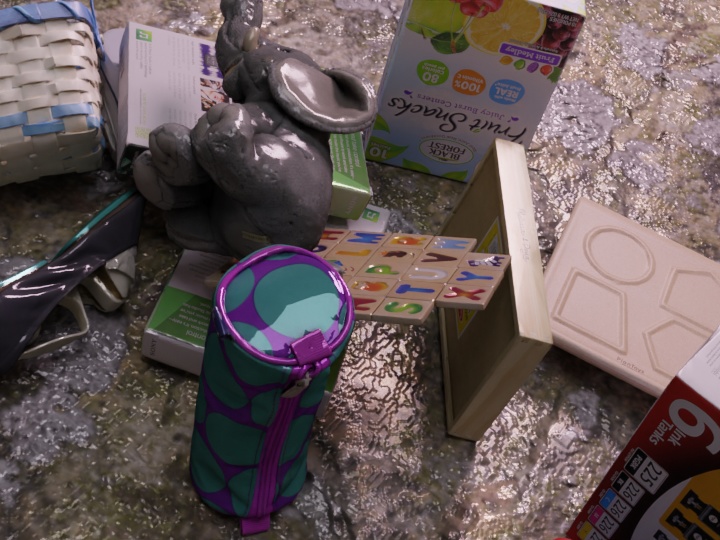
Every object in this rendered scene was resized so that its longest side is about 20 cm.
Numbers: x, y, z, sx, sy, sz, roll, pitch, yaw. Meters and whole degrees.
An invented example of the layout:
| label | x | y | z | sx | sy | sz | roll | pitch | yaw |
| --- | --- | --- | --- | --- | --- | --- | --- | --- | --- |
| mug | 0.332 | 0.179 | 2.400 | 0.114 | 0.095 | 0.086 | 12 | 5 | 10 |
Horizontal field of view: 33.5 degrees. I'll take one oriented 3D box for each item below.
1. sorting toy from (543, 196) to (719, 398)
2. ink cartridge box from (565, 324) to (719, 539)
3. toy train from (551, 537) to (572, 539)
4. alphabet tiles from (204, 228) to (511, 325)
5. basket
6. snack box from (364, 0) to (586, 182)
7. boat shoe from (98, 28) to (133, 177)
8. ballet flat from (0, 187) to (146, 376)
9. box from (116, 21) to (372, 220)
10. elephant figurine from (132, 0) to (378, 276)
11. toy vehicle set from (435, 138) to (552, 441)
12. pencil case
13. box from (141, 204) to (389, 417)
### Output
| label | x | y | z | sx | sy | sz | roll | pitch | yaw |
| --- | --- | --- | --- | --- | --- | --- | --- | --- | --- |
| sorting toy | 0.242 | 0.035 | 1.015 | 0.184 | 0.037 | 0.200 | 27 | 43 | 6 |
| ink cartridge box | 0.257 | 0.160 | 0.792 | 0.175 | 0.201 | 0.084 | 39 | 50 | 19 |
| toy train | 0.174 | 0.266 | 0.762 | 0.198 | 0.085 | 0.116 | 24 | 57 | 4 |
| alphabet tiles | 0.000 | 0.000 | 0.838 | 0.198 | 0.006 | 0.166 | 4 | 21 | 18 |
| basket | -0.286 | -0.168 | 0.928 | 0.174 | 0.139 | 0.202 | -12 | 81 | -12 |
| snack box | 0.093 | -0.168 | 1.026 | 0.141 | 0.201 | 0.053 | 13 | 46 | -6 |
| boat shoe | -0.176 | -0.111 | 0.979 | 0.070 | 0.070 | 0.201 | -6 | 50 | -32 |
| ballet flat | -0.212 | 0.012 | 0.871 | 0.073 | 0.073 | 0.200 | 33 | 42 | 12 |
| box | -0.093 | -0.119 | 0.953 | 0.198 | 0.036 | 0.145 | 10 | 47 | -20 |
| elephant figurine | -0.057 | -0.105 | 0.852 | 0.140 | 0.156 | 0.201 | -2 | 38 | 36 |
| toy vehicle set | 0.097 | 0.012 | 0.921 | 0.026 | 0.125 | 0.201 | 13 | 47 | -16 |
| pencil case | -0.062 | 0.079 | 0.761 | 0.084 | 0.201 | 0.093 | -7 | 53 | -19 |
| box | -0.068 | 0.007 | 0.927 | 0.143 | 0.037 | 0.201 | 20 | 46 | 0 |
